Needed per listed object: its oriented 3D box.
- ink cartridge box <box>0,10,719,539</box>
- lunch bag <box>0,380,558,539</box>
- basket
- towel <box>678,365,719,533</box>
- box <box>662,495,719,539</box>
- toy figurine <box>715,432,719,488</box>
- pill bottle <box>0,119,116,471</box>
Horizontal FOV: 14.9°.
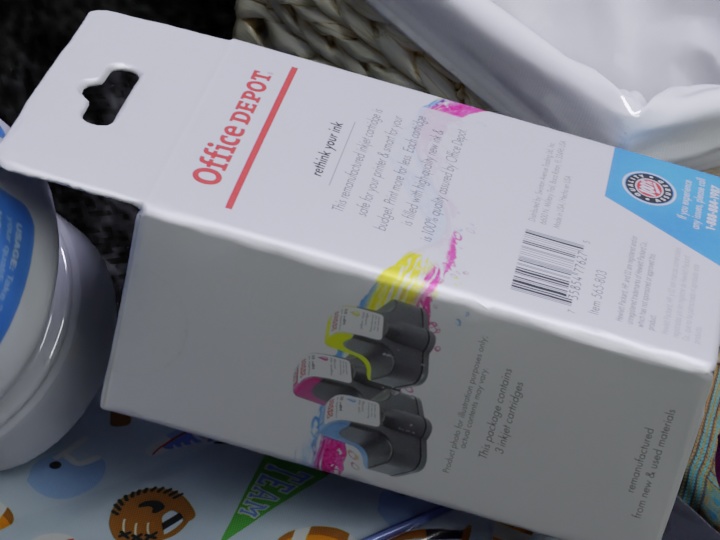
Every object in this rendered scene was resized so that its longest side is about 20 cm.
[{"bbox_3d":[0.000,0.000,0.778,0.199,0.068,0.115,16,29,3],"label":"ink cartridge box"},{"bbox_3d":[-0.042,0.084,0.820,0.199,0.160,0.076,-23,123,-19],"label":"lunch bag"},{"bbox_3d":[0.057,-0.058,0.929,0.135,0.124,0.200,-13,40,-37],"label":"basket"},{"bbox_3d":[0.131,0.076,1.009,0.200,0.022,0.147,45,35,-9],"label":"towel"},{"bbox_3d":[0.089,0.162,0.915,0.200,0.106,0.122,41,53,-10],"label":"box"},{"bbox_3d":[0.208,0.055,0.968,0.183,0.150,0.201,9,77,-36],"label":"toy figurine"},{"bbox_3d":[-0.150,-0.011,0.738,0.200,0.112,0.113,38,46,-55],"label":"pill bottle"}]
